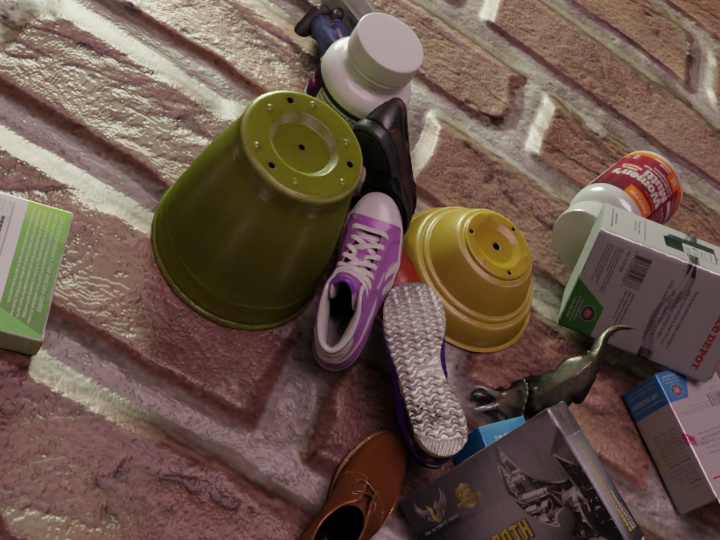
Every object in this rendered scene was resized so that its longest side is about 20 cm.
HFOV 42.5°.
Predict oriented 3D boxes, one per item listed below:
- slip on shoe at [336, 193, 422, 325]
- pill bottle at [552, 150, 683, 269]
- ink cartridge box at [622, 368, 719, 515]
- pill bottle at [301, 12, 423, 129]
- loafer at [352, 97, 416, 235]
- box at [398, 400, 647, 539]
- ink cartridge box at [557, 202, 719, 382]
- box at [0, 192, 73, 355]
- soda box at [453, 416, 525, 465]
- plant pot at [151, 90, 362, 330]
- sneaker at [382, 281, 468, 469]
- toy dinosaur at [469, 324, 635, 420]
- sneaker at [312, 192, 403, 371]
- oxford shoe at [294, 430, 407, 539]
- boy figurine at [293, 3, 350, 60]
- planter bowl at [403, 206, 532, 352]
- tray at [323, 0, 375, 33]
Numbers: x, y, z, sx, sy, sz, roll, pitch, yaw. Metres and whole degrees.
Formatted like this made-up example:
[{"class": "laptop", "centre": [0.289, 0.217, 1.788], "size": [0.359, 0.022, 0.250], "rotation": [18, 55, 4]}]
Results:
[{"class": "slip on shoe", "centre": [0.029, -0.002, 1.049], "size": [0.073, 0.061, 0.202], "rotation": [-26, 75, -25]}, {"class": "pill bottle", "centre": [0.350, -0.079, 1.261], "size": [0.110, 0.110, 0.199], "rotation": [50, 50, 7]}, {"class": "ink cartridge box", "centre": [0.423, 0.223, 1.141], "size": [0.113, 0.068, 0.203], "rotation": [-6, 64, -33]}, {"class": "pill bottle", "centre": [-0.009, -0.195, 1.064], "size": [0.110, 0.200, 0.113], "rotation": [15, 54, -21]}, {"class": "loafer", "centre": [0.039, -0.111, 1.043], "size": [0.071, 0.201, 0.063], "rotation": [32, 68, 23]}, {"class": "box", "centre": [0.153, 0.244, 0.885], "size": [0.048, 0.199, 0.160], "rotation": [-6, 62, -57]}, {"class": "ink cartridge box", "centre": [0.363, 0.028, 1.136], "size": [0.197, 0.148, 0.083], "rotation": [23, 32, 7]}, {"class": "box", "centre": [-0.377, -0.015, 0.847], "size": [0.197, 0.036, 0.146], "rotation": [16, 54, -19]}, {"class": "soda box", "centre": [0.168, 0.263, 0.971], "size": [0.067, 0.064, 0.203], "rotation": [-5, 64, -32]}, {"class": "plant pot", "centre": [-0.092, -0.073, 0.945], "size": [0.197, 0.193, 0.203], "rotation": [14, 55, -22]}, {"class": "sneaker", "centre": [0.058, 0.115, 0.979], "size": [0.068, 0.100, 0.203], "rotation": [-3, 60, -9]}, {"class": "toy dinosaur", "centre": [0.228, 0.130, 1.046], "size": [0.078, 0.198, 0.102], "rotation": [67, 16, 8]}, {"class": "sneaker", "centre": [0.001, 0.000, 0.961], "size": [0.071, 0.114, 0.204], "rotation": [13, 74, 5]}, {"class": "oxford shoe", "centre": [0.000, 0.227, 0.893], "size": [0.071, 0.071, 0.200], "rotation": [39, 48, 0]}, {"class": "boy figurine", "centre": [-0.002, -0.246, 1.189], "size": [0.202, 0.064, 0.124], "rotation": [59, 29, 10]}, {"class": "planter bowl", "centre": [0.145, -0.011, 1.116], "size": [0.197, 0.084, 0.203], "rotation": [14, 56, -22]}, {"class": "tray", "centre": [-0.003, -0.331, 1.229], "size": [0.022, 0.107, 0.201], "rotation": [-35, 82, -9]}]
